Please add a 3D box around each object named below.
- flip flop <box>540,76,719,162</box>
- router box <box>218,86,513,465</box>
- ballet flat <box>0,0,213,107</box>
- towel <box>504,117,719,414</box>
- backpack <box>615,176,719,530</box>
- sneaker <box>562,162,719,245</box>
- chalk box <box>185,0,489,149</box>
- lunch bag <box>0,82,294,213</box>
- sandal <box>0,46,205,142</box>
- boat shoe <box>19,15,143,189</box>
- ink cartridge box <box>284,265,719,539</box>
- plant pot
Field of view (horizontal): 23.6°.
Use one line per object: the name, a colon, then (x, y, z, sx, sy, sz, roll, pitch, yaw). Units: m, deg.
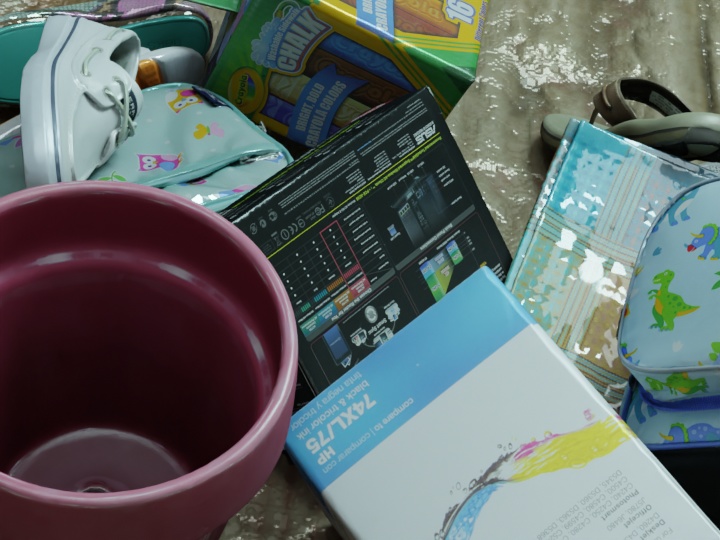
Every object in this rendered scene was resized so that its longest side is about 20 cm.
flip flop: (0.192, -0.103, 1.170, 0.080, 0.200, 0.058, 4, 91, -21)
router box: (0.000, 0.000, 1.042, 0.200, 0.062, 0.151, -37, 104, -40)
ballet flat: (-0.202, -0.162, 1.219, 0.198, 0.070, 0.071, -15, 35, -26)
towel: (0.164, 0.013, 1.064, 0.145, 0.022, 0.201, 22, 68, 6)
backpack: (0.237, 0.026, 0.942, 0.181, 0.148, 0.201, -7, 43, 27)
sneaker: (0.198, -0.027, 1.150, 0.199, 0.082, 0.075, -30, 60, -30)
chalk box: (-0.027, -0.172, 1.174, 0.198, 0.124, 0.126, 24, 47, -14)
lunch bag: (-0.140, -0.043, 1.084, 0.199, 0.078, 0.160, -23, 38, -26)
sandal: (-0.199, -0.112, 1.159, 0.205, 0.080, 0.059, -27, 61, -26)
boat shoe: (-0.165, -0.104, 1.041, 0.066, 0.074, 0.201, -2, 36, -3)
ink cartridge box: (0.080, 0.138, 0.913, 0.146, 0.147, 0.200, -37, 63, -8)
plant pot: (-0.135, 0.086, 0.889, 0.197, 0.180, 0.201, 4, 48, -4)
